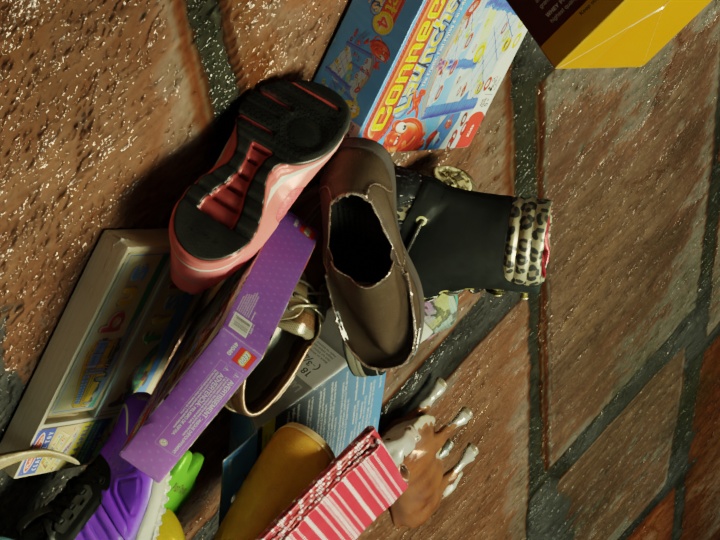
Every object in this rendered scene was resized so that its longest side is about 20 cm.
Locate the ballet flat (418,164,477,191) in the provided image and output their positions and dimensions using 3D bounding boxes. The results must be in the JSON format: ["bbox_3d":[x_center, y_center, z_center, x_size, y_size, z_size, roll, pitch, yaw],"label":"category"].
[{"bbox_3d":[0.027,-0.042,1.800,0.200,0.067,0.046,-29,153,-34],"label":"ballet flat"}]

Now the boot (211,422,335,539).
[{"bbox_3d":[-0.092,0.224,1.754,0.144,0.071,0.201,-46,165,-37],"label":"boot"}]

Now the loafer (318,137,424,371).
[{"bbox_3d":[0.000,0.000,1.622,0.071,0.073,0.200,-76,156,-56],"label":"loafer"}]

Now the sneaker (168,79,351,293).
[{"bbox_3d":[-0.081,-0.062,1.560,0.200,0.074,0.087,-51,173,-34],"label":"sneaker"}]

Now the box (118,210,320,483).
[{"bbox_3d":[-0.100,0.051,1.566,0.137,0.039,0.200,-50,-172,28],"label":"box"}]

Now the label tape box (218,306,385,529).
[{"bbox_3d":[-0.068,0.133,1.847,0.200,0.063,0.144,-35,150,-31],"label":"label tape box"}]

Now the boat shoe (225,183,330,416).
[{"bbox_3d":[-0.053,0.028,1.695,0.076,0.072,0.200,19,103,-36],"label":"boat shoe"}]

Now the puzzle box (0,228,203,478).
[{"bbox_3d":[-0.183,0.058,1.580,0.133,0.025,0.200,-4,126,-60],"label":"puzzle box"}]

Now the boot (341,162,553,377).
[{"bbox_3d":[0.068,0.012,1.702,0.074,0.153,0.204,-71,169,-54],"label":"boot"}]

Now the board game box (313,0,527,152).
[{"bbox_3d":[0.061,-0.190,1.670,0.196,0.056,0.200,-10,131,-59],"label":"board game box"}]

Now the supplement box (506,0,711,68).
[{"bbox_3d":[0.179,-0.282,1.520,0.197,0.200,0.133,-44,161,30],"label":"supplement box"}]

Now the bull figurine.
[{"bbox_3d":[0.058,0.184,2.150,0.121,0.065,0.200,-41,154,-21],"label":"bull figurine"}]

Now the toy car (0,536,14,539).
[{"bbox_3d":[-0.332,0.301,1.513,0.200,0.177,0.184,1,140,-30],"label":"toy car"}]

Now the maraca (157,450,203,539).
[{"bbox_3d":[-0.184,0.230,1.706,0.200,0.107,0.137,-59,171,-4],"label":"maraca"}]

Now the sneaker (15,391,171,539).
[{"bbox_3d":[-0.202,0.185,1.592,0.070,0.099,0.201,-155,-104,-73],"label":"sneaker"}]

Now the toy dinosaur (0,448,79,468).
[{"bbox_3d":[-0.286,0.146,1.488,0.200,0.058,0.101,-31,163,-29],"label":"toy dinosaur"}]

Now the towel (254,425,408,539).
[{"bbox_3d":[-0.042,0.224,1.752,0.200,0.022,0.145,-45,156,-10],"label":"towel"}]

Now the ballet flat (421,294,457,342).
[{"bbox_3d":[0.042,0.042,1.889,0.071,0.069,0.200,-49,176,-11],"label":"ballet flat"}]
